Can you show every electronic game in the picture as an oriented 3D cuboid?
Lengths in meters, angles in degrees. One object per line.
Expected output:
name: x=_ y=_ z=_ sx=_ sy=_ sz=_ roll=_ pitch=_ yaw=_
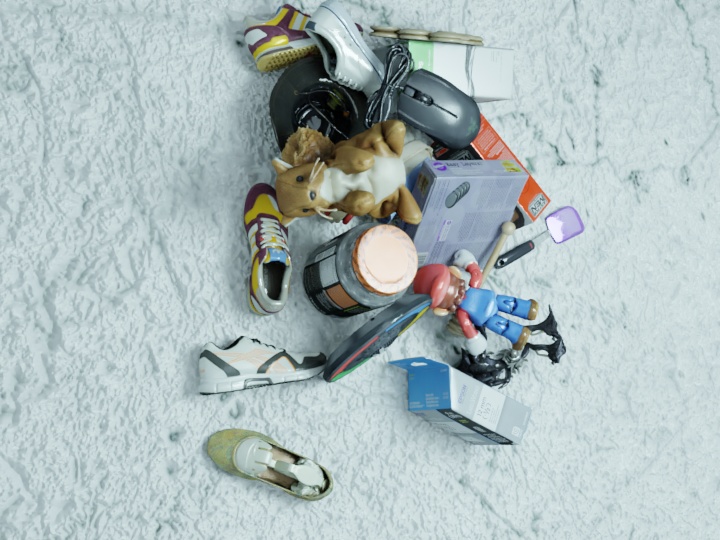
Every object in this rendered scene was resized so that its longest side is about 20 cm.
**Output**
electronic game: x=0.026 y=0.100 z=1.321 sx=0.199 sy=0.200 sz=0.042 roll=-33 pitch=79 yaw=-25

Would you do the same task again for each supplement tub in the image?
supplement tub: x=0.000 y=0.000 z=1.323 sx=0.121 sy=0.199 sz=0.125 roll=4 pitch=80 yaw=-23

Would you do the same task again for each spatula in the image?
spatula: x=0.310 y=-0.053 z=1.568 sx=0.198 sy=0.020 sz=0.057 roll=-28 pitch=95 yaw=-25

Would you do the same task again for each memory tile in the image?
memory tile: x=0.108 y=-0.374 z=1.428 sx=0.151 sy=0.200 sz=0.017 roll=9 pitch=105 yaw=19

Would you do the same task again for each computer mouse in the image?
computer mouse: x=0.110 y=-0.242 z=1.357 sx=0.198 sy=0.053 sz=0.141 roll=19 pitch=95 yaw=-28

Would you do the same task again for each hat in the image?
hat: x=-0.073 y=-0.227 z=1.396 sx=0.198 sy=0.081 sz=0.204 roll=9 pitch=73 yaw=-31

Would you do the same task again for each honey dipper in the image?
honey dipper: x=0.200 y=0.013 z=1.448 sx=0.038 sy=0.038 sz=0.202 roll=23 pitch=102 yaw=-18

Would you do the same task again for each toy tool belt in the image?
toy tool belt: x=0.047 y=-0.121 z=1.409 sx=0.123 sy=0.125 sz=0.201 roll=42 pitch=68 yaw=-3

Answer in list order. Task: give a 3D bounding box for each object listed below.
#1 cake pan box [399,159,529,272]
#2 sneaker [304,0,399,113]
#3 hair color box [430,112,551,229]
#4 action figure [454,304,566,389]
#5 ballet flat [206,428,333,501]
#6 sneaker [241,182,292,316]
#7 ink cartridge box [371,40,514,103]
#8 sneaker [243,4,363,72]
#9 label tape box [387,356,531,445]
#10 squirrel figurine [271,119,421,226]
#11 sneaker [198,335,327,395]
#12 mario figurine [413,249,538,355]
cake pan box: x=0.154 y=-0.079 z=1.417 sx=0.181 sy=0.202 sz=0.053 roll=-5 pitch=41 yaw=-27
sneaker: x=-0.016 y=-0.312 z=1.369 sx=0.071 sy=0.073 sz=0.201 roll=-45 pitch=114 yaw=-15
hair color box: x=0.216 y=-0.161 z=1.500 sx=0.200 sy=0.101 sz=0.061 roll=48 pitch=63 yaw=-9
action figure: x=0.231 y=0.130 z=1.460 sx=0.197 sy=0.103 sz=0.120 roll=-21 pitch=123 yaw=12
ballet flat: x=-0.125 y=0.280 z=1.296 sx=0.198 sy=0.071 sz=0.072 roll=27 pitch=71 yaw=-17
sneaker: x=-0.132 y=-0.036 z=1.331 sx=0.074 sy=0.090 sz=0.204 roll=-2 pitch=82 yaw=-24
ink cartridge box: x=0.132 y=-0.320 z=1.459 sx=0.197 sy=0.146 sz=0.086 roll=-1 pitch=97 yaw=-23
sneaker: x=-0.088 y=-0.381 z=1.410 sx=0.198 sy=0.075 sz=0.091 roll=-19 pitch=83 yaw=-31
label tape box: x=0.142 y=0.203 z=1.384 sx=0.198 sy=0.143 sz=0.067 roll=27 pitch=71 yaw=-18
squirrel figurine: x=-0.042 y=-0.127 z=1.251 sx=0.184 sy=0.200 sz=0.144 roll=-20 pitch=115 yaw=-21
sneaker: x=-0.141 y=0.131 z=1.309 sx=0.197 sy=0.074 sz=0.082 roll=-4 pitch=81 yaw=-25
mario figurine: x=0.176 y=0.050 z=1.409 sx=0.197 sy=0.107 sz=0.124 roll=24 pitch=45 yaw=6
